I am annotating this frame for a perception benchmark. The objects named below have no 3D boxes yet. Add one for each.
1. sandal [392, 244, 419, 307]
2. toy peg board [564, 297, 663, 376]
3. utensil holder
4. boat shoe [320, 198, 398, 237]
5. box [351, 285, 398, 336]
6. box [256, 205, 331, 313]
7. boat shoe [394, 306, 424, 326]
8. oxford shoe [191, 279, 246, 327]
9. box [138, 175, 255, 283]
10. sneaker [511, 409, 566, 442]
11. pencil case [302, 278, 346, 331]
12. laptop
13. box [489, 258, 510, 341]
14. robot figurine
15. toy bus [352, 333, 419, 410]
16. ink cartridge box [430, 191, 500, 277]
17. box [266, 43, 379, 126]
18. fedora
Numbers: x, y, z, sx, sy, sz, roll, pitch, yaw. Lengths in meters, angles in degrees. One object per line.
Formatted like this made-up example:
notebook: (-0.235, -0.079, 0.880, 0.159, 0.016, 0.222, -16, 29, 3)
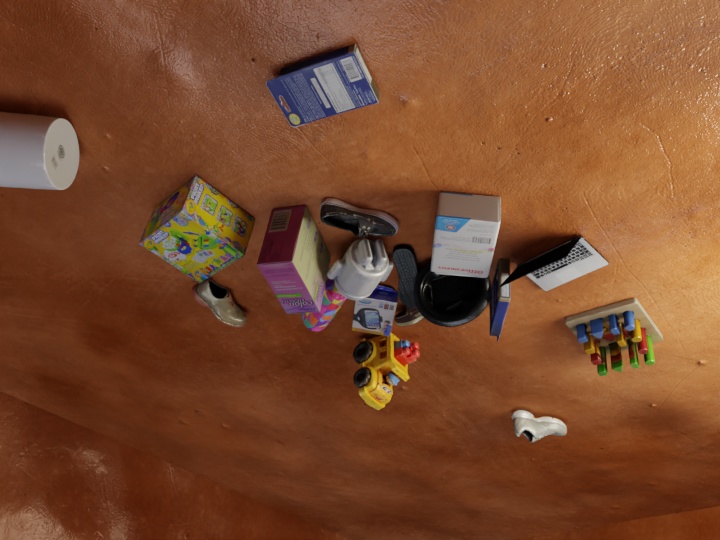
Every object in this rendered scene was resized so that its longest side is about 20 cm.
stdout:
sandal: (0.130, 0.010, 1.736, 0.074, 0.048, 0.203, -1, 128, 14)
toy peg board: (0.687, 0.191, 1.789, 0.198, 0.099, 0.199, -22, 132, 34)
utensil holder: (-0.758, -0.267, 1.483, 0.196, 0.172, 0.171, 4, 142, 3)
boat shoe: (-0.005, -0.112, 1.586, 0.197, 0.067, 0.070, 20, 142, -12)
box: (0.040, 0.112, 1.883, 0.117, 0.042, 0.201, 9, 144, 2)
box: (-0.159, -0.025, 1.642, 0.095, 0.178, 0.201, -5, 141, 18)
boat shoe: (0.162, 0.096, 1.825, 0.199, 0.072, 0.073, -24, 101, 46)
oxford shoe: (-0.398, 0.099, 1.941, 0.074, 0.071, 0.200, -26, 131, 30)
box: (-0.405, -0.097, 1.651, 0.198, 0.123, 0.192, -25, 131, 37)
sneaker: (0.603, 0.544, 2.245, 0.197, 0.093, 0.076, 14, 143, -6)
pencil case: (-0.097, 0.091, 1.856, 0.087, 0.089, 0.201, 21, 139, -14)
laptop: (0.467, 0.010, 1.594, 0.199, 0.117, 0.186, 35, 137, -28)
box: (0.354, 0.082, 1.705, 0.032, 0.123, 0.202, 4, 142, 5)
robot figurine: (0.000, 0.000, 1.688, 0.167, 0.114, 0.201, 5, 146, -21)
toy bus: (0.087, 0.286, 1.971, 0.190, 0.202, 0.136, -23, 133, 25)
ink cartridge box: (0.243, -0.080, 1.556, 0.142, 0.086, 0.202, 6, 141, 5)
box: (-0.075, -0.359, 1.305, 0.197, 0.033, 0.122, -11, 137, 22)
fedora: (0.239, 0.054, 1.695, 0.197, 0.204, 0.091, -5, 170, 18)
